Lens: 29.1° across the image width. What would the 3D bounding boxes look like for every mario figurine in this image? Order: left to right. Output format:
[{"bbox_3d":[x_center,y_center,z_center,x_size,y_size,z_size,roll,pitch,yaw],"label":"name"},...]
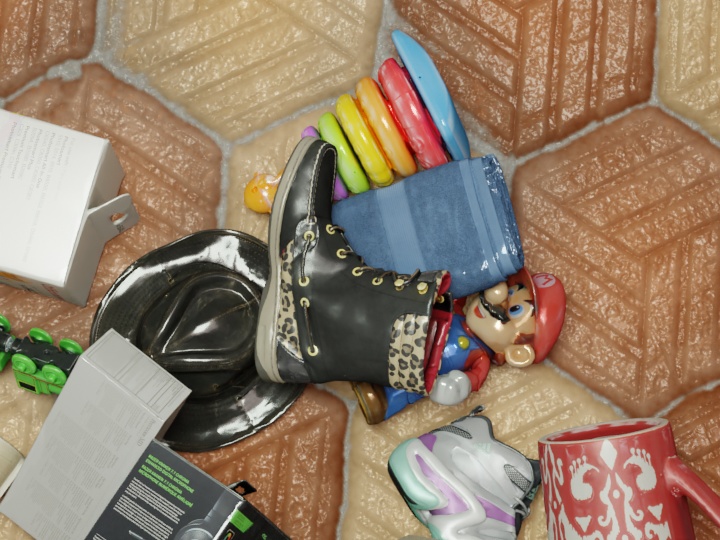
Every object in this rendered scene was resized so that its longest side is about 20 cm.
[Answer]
[{"bbox_3d":[0.079,0.046,1.167,0.198,0.106,0.125,-23,82,-5],"label":"mario figurine"}]

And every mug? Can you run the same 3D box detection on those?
[{"bbox_3d":[0.230,0.222,1.103,0.175,0.133,0.203,-10,88,7],"label":"mug"}]

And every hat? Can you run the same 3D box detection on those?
[{"bbox_3d":[-0.132,0.056,1.164,0.198,0.081,0.203,0,83,-3],"label":"hat"}]

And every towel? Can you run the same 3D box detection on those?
[{"bbox_3d":[0.034,-0.018,1.165,0.198,0.049,0.113,-18,72,15],"label":"towel"}]

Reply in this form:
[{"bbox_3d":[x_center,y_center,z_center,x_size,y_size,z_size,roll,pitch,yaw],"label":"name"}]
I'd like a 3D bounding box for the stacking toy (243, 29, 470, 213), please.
[{"bbox_3d":[-0.011,-0.102,1.193,0.198,0.110,0.117,-29,68,4],"label":"stacking toy"}]

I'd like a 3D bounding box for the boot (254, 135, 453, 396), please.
[{"bbox_3d":[0.000,0.000,1.107,0.149,0.073,0.203,8,85,22],"label":"boot"}]

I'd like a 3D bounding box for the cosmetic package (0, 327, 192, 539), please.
[{"bbox_3d":[-0.213,0.144,1.102,0.082,0.051,0.201,38,125,4],"label":"cosmetic package"}]

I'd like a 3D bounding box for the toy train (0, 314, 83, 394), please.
[{"bbox_3d":[-0.260,0.079,1.148,0.198,0.057,0.042,18,52,13],"label":"toy train"}]

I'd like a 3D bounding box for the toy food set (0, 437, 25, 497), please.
[{"bbox_3d":[-0.395,0.158,1.144,0.199,0.060,0.144,36,82,2],"label":"toy food set"}]

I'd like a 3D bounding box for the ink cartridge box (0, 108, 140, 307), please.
[{"bbox_3d":[-0.287,-0.055,1.147,0.198,0.129,0.127,16,81,0],"label":"ink cartridge box"}]

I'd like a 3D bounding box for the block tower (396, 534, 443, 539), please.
[{"bbox_3d":[0.053,0.320,1.120,0.057,0.054,0.203,-13,97,-40],"label":"block tower"}]

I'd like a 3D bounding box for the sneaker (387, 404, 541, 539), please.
[{"bbox_3d":[0.125,0.208,1.159,0.139,0.078,0.201,-29,86,-7],"label":"sneaker"}]

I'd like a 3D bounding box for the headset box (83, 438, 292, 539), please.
[{"bbox_3d":[-0.149,0.245,1.075,0.092,0.174,0.201,28,75,20],"label":"headset box"}]
